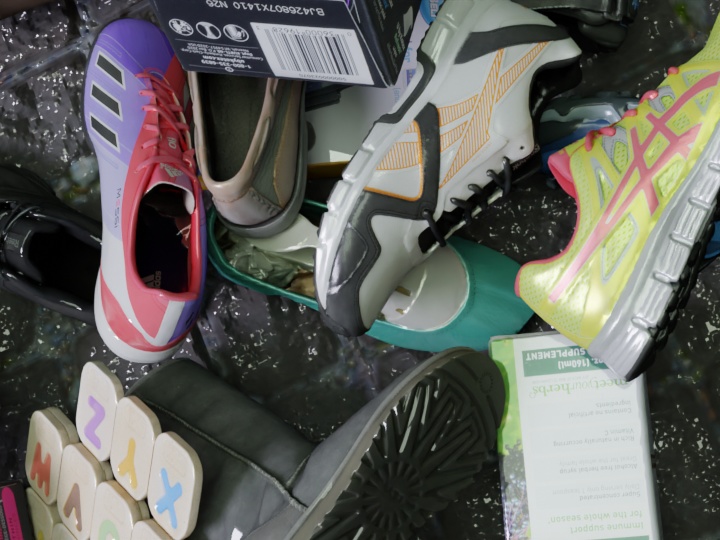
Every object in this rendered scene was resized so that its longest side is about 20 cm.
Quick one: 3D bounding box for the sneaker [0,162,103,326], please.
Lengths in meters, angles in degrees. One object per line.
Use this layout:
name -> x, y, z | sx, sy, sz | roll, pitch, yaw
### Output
sneaker -> -0.195, -0.020, 0.838 | 0.198, 0.091, 0.077 | 17, 89, 14

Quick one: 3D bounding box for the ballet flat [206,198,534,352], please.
ballet flat -> 0.000, 0.000, 0.806 | 0.198, 0.070, 0.068 | 14, 85, 12

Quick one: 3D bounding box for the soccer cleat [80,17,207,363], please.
soccer cleat -> -0.109, -0.055, 0.776 | 0.068, 0.073, 0.202 | 6, 65, -25

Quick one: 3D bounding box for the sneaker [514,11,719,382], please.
sneaker -> 0.139, -0.054, 0.712 | 0.090, 0.078, 0.201 | 25, 82, 18

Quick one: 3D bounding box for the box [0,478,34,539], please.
box -> -0.283, 0.200, 0.807 | 0.198, 0.106, 0.124 | -17, 81, 18

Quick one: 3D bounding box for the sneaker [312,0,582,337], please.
sneaker -> 0.044, -0.052, 0.736 | 0.079, 0.074, 0.201 | 27, 83, 15

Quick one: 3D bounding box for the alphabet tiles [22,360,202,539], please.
alphabet tiles -> -0.131, 0.159, 0.773 | 0.199, 0.014, 0.198 | 34, 121, 44

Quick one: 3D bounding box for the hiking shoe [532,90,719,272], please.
hiking shoe -> 0.167, -0.043, 0.775 | 0.198, 0.074, 0.088 | 8, 84, 12

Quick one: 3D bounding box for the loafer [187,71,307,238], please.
loafer -> -0.063, -0.121, 0.790 | 0.071, 0.063, 0.202 | -10, 71, 14

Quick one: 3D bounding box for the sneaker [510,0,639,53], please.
sneaker -> 0.152, -0.177, 0.798 | 0.197, 0.077, 0.113 | -7, 91, 0

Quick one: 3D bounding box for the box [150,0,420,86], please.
box -> -0.023, -0.206, 0.725 | 0.121, 0.106, 0.202 | 9, 64, 18

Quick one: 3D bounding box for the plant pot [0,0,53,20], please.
plant pot -> -0.185, -0.231, 0.826 | 0.172, 0.200, 0.203 | -7, 81, -6

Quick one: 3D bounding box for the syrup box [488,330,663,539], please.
syrup box -> 0.118, 0.134, 0.760 | 0.078, 0.081, 0.203 | -6, 80, 12

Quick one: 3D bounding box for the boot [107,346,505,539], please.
boot -> -0.042, 0.088, 0.771 | 0.182, 0.199, 0.073 | -43, 120, -17

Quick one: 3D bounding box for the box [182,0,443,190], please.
box -> -0.010, -0.116, 0.839 | 0.198, 0.041, 0.121 | -5, 81, 13
